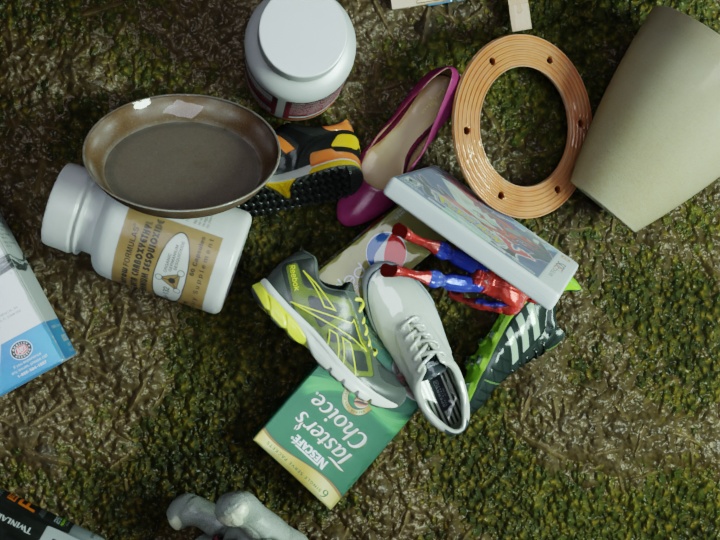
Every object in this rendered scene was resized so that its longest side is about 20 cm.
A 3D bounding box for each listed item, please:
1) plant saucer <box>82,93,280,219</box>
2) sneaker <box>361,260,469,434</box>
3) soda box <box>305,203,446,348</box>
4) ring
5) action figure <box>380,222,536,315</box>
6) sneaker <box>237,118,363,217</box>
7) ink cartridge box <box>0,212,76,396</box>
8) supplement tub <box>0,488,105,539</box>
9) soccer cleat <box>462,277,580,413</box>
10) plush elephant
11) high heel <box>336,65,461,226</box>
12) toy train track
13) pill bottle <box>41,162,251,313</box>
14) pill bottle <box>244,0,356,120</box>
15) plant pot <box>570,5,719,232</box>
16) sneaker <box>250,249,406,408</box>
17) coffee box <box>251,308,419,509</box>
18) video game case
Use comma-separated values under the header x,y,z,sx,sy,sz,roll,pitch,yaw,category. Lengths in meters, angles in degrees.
x,y,z,sx,sy,sz,roll,pitch,yaw,category
-0.181,-0.114,1.024,0.198,0.201,0.032,-1,133,-6,plant saucer
0.067,0.081,1.055,0.073,0.071,0.201,-31,101,-7,sneaker
0.000,0.000,1.102,0.199,0.068,0.064,-39,95,-4,soda box
0.179,-0.159,1.111,0.199,0.019,0.203,-2,94,-31,ring
0.103,0.000,1.062,0.198,0.099,0.066,17,92,-28,action figure
-0.096,-0.118,1.100,0.198,0.070,0.091,-7,59,5,sneaker
-0.412,0.037,1.048,0.144,0.084,0.201,-28,94,-5,ink cartridge box
-0.375,0.295,1.036,0.199,0.123,0.123,28,88,-7,supplement tub
0.178,0.080,1.125,0.081,0.068,0.201,31,84,-7,soccer cleat
-0.125,0.338,1.044,0.200,0.164,0.156,38,59,-28,plush elephant
0.037,-0.137,1.087,0.067,0.096,0.201,34,84,10,high heel
0.131,-0.322,1.135,0.198,0.033,0.116,-10,99,-1,toy train track
-0.224,-0.038,1.053,0.198,0.114,0.116,19,89,-5,pill bottle
-0.063,-0.222,1.026,0.112,0.200,0.114,0,91,-7,pill bottle
0.329,-0.148,1.095,0.187,0.187,0.201,37,99,-5,plant pot
-0.018,0.061,1.030,0.200,0.074,0.085,42,88,-12,sneaker
-0.012,0.150,1.114,0.123,0.044,0.200,44,86,-5,coffee box
0.131,-0.042,1.041,0.199,0.182,0.023,35,108,9,video game case
